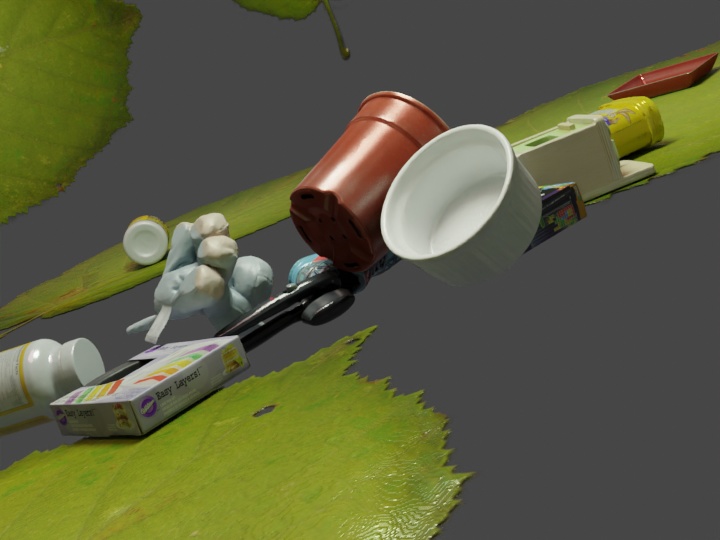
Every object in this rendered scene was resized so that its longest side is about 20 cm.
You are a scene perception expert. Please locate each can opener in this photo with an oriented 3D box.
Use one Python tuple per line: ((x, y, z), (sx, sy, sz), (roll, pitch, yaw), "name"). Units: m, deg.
((-0.108, 0.058, 1.459), (0.200, 0.064, 0.079), (-23, 12, -14), "can opener")

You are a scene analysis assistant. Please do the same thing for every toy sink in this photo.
((0.322, -0.169, 1.639), (0.200, 0.112, 0.130), (-21, 12, -4), "toy sink")

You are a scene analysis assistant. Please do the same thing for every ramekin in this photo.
((0.133, -0.077, 1.371), (0.200, 0.098, 0.201), (-27, 44, 30), "ramekin")

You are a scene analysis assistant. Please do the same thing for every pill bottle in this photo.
((-0.457, 0.159, 1.476), (0.200, 0.112, 0.112), (-18, 12, 13), "pill bottle")
((-0.548, -0.082, 2.770), (0.112, 0.113, 0.200), (-22, 12, -5), "pill bottle")

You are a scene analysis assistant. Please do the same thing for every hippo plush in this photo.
((-0.191, 0.036, 1.506), (0.159, 0.161, 0.200), (11, 76, 55), "hippo plush")

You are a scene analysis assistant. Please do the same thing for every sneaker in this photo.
((0.000, 0.000, 1.570), (0.200, 0.079, 0.096), (-27, 30, -12), "sneaker")

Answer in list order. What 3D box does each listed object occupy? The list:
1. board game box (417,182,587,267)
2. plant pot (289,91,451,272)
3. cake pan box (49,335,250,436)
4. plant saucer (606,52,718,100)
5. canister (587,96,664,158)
((0.189, -0.062, 1.519), (0.165, 0.057, 0.200), (-30, 15, -31), "board game box")
((0.016, -0.112, 1.507), (0.195, 0.201, 0.201), (-46, 23, -29), "plant pot")
((-0.267, 0.147, 1.362), (0.200, 0.052, 0.184), (-9, 14, 46), "cake pan box")
((0.676, -0.422, 2.396), (0.200, 0.037, 0.200), (-10, 15, 39), "plant saucer")
((0.384, -0.214, 1.812), (0.200, 0.087, 0.148), (-25, 12, -16), "canister")
